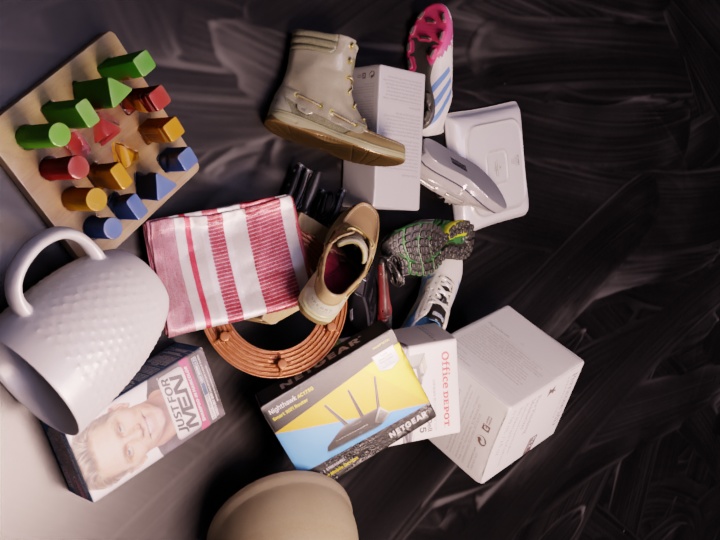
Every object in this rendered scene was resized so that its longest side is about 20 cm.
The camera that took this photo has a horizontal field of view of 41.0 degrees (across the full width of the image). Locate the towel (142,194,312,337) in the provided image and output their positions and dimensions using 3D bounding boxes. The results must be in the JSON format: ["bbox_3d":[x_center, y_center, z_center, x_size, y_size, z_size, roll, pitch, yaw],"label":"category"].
[{"bbox_3d":[-0.161,-0.009,1.199,0.199,0.023,0.145,-13,89,-22],"label":"towel"}]

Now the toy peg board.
[{"bbox_3d":[-0.279,-0.136,1.090,0.200,0.097,0.200,-49,124,-29],"label":"toy peg board"}]

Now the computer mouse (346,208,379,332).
[{"bbox_3d":[0.000,0.000,1.388,0.200,0.046,0.141,74,24,-55],"label":"computer mouse"}]

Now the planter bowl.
[{"bbox_3d":[-0.085,0.377,1.231,0.199,0.135,0.201,-11,124,-16],"label":"planter bowl"}]

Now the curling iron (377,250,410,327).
[{"bbox_3d":[0.040,0.064,1.402,0.025,0.049,0.201,-19,127,-35],"label":"curling iron"}]

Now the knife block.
[{"bbox_3d":[-0.096,-0.043,1.299,0.199,0.064,0.177,-29,112,-39],"label":"knife block"}]

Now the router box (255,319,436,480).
[{"bbox_3d":[-0.019,0.180,1.280,0.199,0.051,0.150,-31,111,-7],"label":"router box"}]

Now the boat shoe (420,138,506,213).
[{"bbox_3d":[0.148,-0.135,1.521,0.199,0.066,0.072,24,40,-38],"label":"boat shoe"}]

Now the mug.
[{"bbox_3d":[-0.306,0.046,1.036,0.175,0.147,0.201,-49,135,-32],"label":"mug"}]

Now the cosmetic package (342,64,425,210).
[{"bbox_3d":[0.034,-0.191,1.407,0.101,0.071,0.202,1,92,-45],"label":"cosmetic package"}]

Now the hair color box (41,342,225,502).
[{"bbox_3d":[-0.266,0.177,1.153,0.200,0.060,0.101,-32,114,-37],"label":"hair color box"}]

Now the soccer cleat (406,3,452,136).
[{"bbox_3d":[0.110,-0.305,1.486,0.086,0.069,0.202,10,88,-60],"label":"soccer cleat"}]

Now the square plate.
[{"bbox_3d":[0.221,-0.175,1.622,0.197,0.028,0.202,-18,106,-42],"label":"square plate"}]

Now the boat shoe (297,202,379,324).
[{"bbox_3d":[-0.013,-0.019,1.232,0.074,0.066,0.201,31,50,-11],"label":"boat shoe"}]

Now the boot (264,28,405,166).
[{"bbox_3d":[-0.018,-0.235,1.316,0.199,0.072,0.156,17,76,-11],"label":"boot"}]

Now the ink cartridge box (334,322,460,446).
[{"bbox_3d":[0.036,0.167,1.370,0.199,0.084,0.147,-8,105,-17],"label":"ink cartridge box"}]

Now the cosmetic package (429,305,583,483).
[{"bbox_3d":[0.210,0.189,1.508,0.199,0.165,0.166,-22,139,-40],"label":"cosmetic package"}]

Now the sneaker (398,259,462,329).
[{"bbox_3d":[0.118,0.055,1.504,0.072,0.072,0.201,35,69,-24],"label":"sneaker"}]

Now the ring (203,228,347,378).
[{"bbox_3d":[-0.109,0.037,1.235,0.199,0.019,0.202,2,84,-20],"label":"ring"}]

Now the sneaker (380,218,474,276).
[{"bbox_3d":[0.091,-0.038,1.461,0.199,0.085,0.079,-9,102,-53],"label":"sneaker"}]
